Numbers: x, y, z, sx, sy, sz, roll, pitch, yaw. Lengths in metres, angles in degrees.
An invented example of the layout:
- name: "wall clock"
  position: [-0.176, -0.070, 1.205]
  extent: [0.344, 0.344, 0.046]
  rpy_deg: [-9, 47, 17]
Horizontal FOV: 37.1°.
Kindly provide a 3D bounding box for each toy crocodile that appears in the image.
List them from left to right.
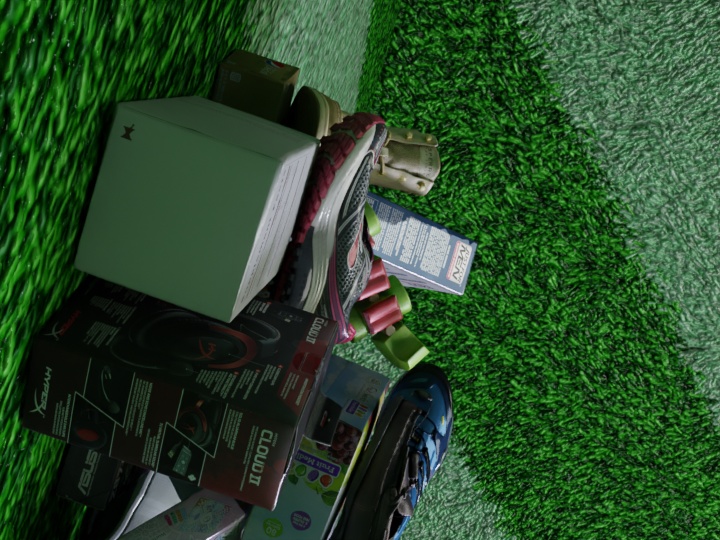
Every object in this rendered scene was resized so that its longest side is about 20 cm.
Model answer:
- name: "toy crocodile"
  position: [0.000, 0.000, 0.964]
  extent: [0.201, 0.067, 0.062]
  rpy_deg: [66, -14, -15]

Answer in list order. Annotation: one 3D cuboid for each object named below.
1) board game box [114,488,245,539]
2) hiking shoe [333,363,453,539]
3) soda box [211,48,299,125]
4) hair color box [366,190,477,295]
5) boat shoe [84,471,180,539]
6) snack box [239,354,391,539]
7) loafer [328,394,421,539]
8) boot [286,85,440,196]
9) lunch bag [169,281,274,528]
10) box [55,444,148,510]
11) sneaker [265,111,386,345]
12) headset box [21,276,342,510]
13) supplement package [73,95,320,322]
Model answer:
- name: "board game box"
  position: [-0.194, 0.276, 0.879]
  extent: [0.198, 0.043, 0.200]
  rpy_deg: [-28, 154, -28]
- name: "hiking shoe"
  position: [0.039, 0.176, 0.967]
  extent: [0.087, 0.074, 0.201]
  rpy_deg: [109, 2, -74]
- name: "soda box"
  position: [-0.116, -0.099, 1.012]
  extent: [0.068, 0.064, 0.201]
  rpy_deg: [-69, 175, -65]
- name: "hair color box"
  position: [0.011, -0.036, 1.078]
  extent: [0.100, 0.199, 0.061]
  rpy_deg: [9, -101, 52]
- name: "boat shoe"
  position: [-0.226, 0.255, 1.025]
  extent: [0.060, 0.076, 0.201]
  rpy_deg: [7, -121, 54]
- name: "snack box"
  position: [-0.046, 0.189, 0.918]
  extent: [0.169, 0.067, 0.201]
  rpy_deg: [-42, 155, -77]
- name: "loafer"
  position: [0.014, 0.203, 0.872]
  extent: [0.072, 0.063, 0.201]
  rpy_deg: [77, 37, -76]
- name: "boot"
  position: [0.005, -0.118, 1.026]
  extent: [0.200, 0.154, 0.073]
  rpy_deg: [179, -76, -80]
- name: "lunch bag"
  position: [-0.112, 0.125, 0.966]
  extent: [0.171, 0.121, 0.201]
  rpy_deg: [111, -9, -49]
- name: "box"
  position: [-0.186, 0.087, 0.917]
  extent: [0.161, 0.049, 0.201]
  rpy_deg: [-77, -175, -86]
- name: "sneaker"
  position: [-0.019, -0.034, 0.896]
  extent: [0.081, 0.074, 0.201]
  rpy_deg: [-128, -125, -66]
- name: "headset box"
  position: [-0.109, 0.074, 0.751]
  extent: [0.149, 0.199, 0.075]
  rpy_deg: [-70, 177, -64]
- name: "supplement package"
  position: [-0.110, -0.054, 0.786]
  extent: [0.200, 0.116, 0.118]
  rpy_deg: [-60, 169, -78]
